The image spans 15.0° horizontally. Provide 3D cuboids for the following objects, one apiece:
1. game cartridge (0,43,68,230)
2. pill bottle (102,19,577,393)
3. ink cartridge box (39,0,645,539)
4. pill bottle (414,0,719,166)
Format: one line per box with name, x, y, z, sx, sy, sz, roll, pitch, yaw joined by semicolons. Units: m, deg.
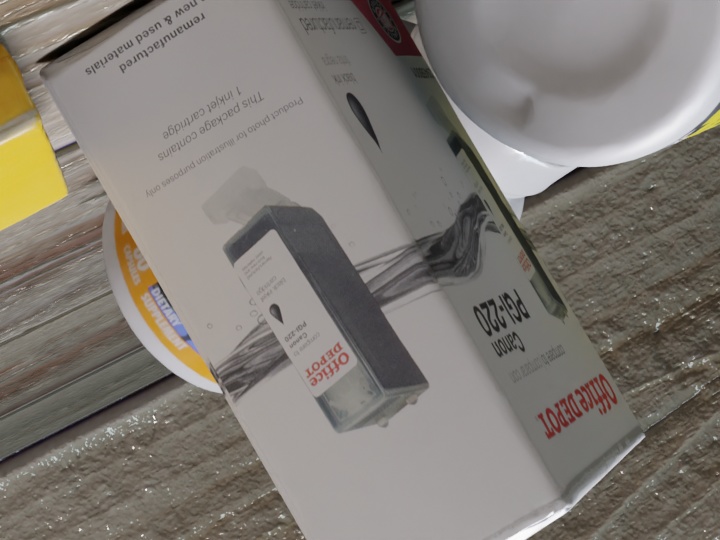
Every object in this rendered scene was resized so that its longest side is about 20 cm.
game cartridge;-0.187;-0.001;0.835;0.200;0.032;0.176;-26;177;-6
pill bottle;-0.004;-0.035;1.125;0.200;0.112;0.112;-31;176;36
ink cartridge box;0.000;0.000;0.887;0.085;0.200;0.146;-29;177;16
pill bottle;0.106;-0.104;0.949;0.114;0.114;0.200;-30;177;27
